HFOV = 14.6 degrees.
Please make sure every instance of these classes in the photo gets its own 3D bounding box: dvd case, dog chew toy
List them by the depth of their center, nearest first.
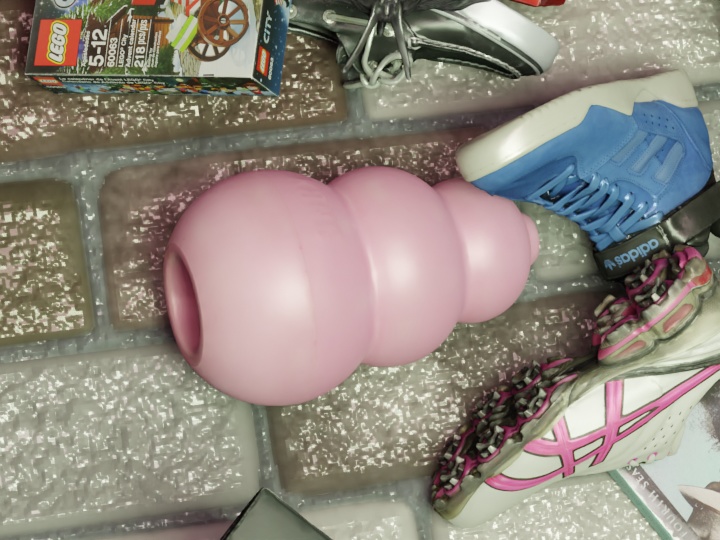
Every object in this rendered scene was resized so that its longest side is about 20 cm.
[{"bbox_3d":[0.000,0.000,1.489,0.199,0.125,0.125,-11,81,-18],"label":"dog chew toy"},{"bbox_3d":[0.244,0.089,1.558,0.200,0.022,0.146,-38,87,-13],"label":"dvd case"}]

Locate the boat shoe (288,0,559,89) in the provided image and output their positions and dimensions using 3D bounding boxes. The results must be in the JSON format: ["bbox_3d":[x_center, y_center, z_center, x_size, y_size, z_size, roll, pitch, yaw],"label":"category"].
[{"bbox_3d":[0.007,-0.133,1.536,0.199,0.074,0.068,20,83,-2],"label":"boat shoe"}]

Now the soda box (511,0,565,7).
[{"bbox_3d":[0.099,-0.248,1.534,0.070,0.063,0.201,18,101,15],"label":"soda box"}]

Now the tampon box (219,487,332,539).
[{"bbox_3d":[-0.065,0.233,1.414,0.126,0.150,0.200,37,76,0],"label":"tampon box"}]

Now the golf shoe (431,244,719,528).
[{"bbox_3d":[0.127,0.081,1.493,0.200,0.073,0.092,-39,108,14],"label":"golf shoe"}]

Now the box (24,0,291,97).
[{"bbox_3d":[-0.100,-0.194,1.516,0.136,0.038,0.201,2,77,22],"label":"box"}]

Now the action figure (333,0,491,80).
[{"bbox_3d":[0.015,-0.207,1.471,0.118,0.102,0.201,2,69,-3],"label":"action figure"}]

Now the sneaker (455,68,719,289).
[{"bbox_3d":[0.133,-0.039,1.499,0.200,0.077,0.112,-16,83,-56],"label":"sneaker"}]
